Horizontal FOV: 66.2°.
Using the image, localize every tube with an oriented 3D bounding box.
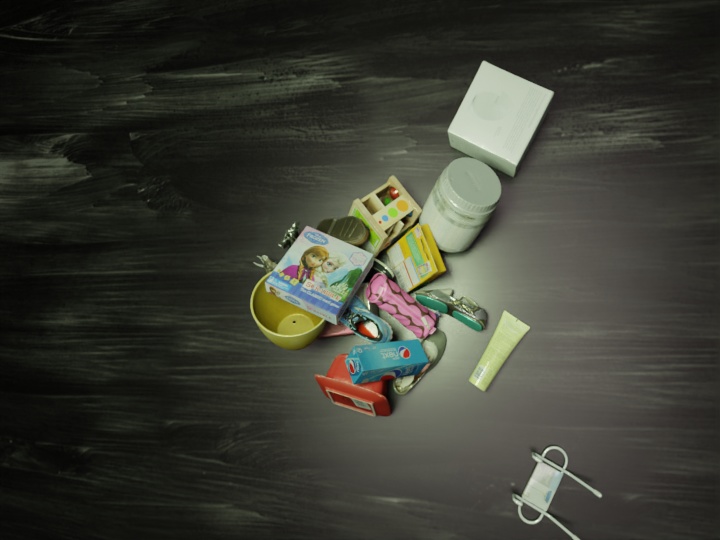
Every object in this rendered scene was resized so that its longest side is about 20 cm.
[{"bbox_3d":[0.349,0.210,1.405,0.057,0.052,0.203,31,89,-27],"label":"tube"}]

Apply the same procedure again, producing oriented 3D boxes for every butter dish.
[{"bbox_3d":[-0.001,0.274,1.430,0.194,0.202,0.151,14,64,14],"label":"butter dish"}]

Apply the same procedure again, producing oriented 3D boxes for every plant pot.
[{"bbox_3d":[-0.165,0.114,1.358,0.193,0.144,0.204,1,51,-1],"label":"plant pot"}]

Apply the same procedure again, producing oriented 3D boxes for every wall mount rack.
[{"bbox_3d":[0.467,0.540,1.327,0.170,0.074,0.205,26,92,14],"label":"wall mount rack"}]

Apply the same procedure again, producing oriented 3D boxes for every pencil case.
[{"bbox_3d":[0.106,0.092,1.404,0.198,0.094,0.092,34,100,-20],"label":"pencil case"}]

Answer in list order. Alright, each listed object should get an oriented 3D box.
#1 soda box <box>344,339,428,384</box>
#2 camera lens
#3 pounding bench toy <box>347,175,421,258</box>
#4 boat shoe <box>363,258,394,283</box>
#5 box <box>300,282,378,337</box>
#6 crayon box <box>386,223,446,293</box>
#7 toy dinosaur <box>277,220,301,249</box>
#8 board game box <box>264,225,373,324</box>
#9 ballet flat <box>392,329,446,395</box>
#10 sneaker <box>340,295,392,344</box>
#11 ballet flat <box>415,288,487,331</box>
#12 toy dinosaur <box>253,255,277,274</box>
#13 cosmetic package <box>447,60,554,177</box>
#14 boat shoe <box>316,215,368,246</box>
[{"bbox_3d":[0.065,0.220,1.341,0.065,0.195,0.069,-58,45,42],"label":"soda box"},{"bbox_3d":[0.243,-0.156,1.370,0.155,0.202,0.164,7,57,-12],"label":"camera lens"},{"bbox_3d":[0.056,-0.127,1.474,0.154,0.201,0.125,-35,78,-24],"label":"pounding bench toy"},{"bbox_3d":[-0.001,-0.002,1.465,0.196,0.075,0.067,25,64,32],"label":"boat shoe"},{"bbox_3d":[-0.055,0.110,1.478,0.194,0.109,0.132,-8,82,13],"label":"box"},{"bbox_3d":[0.145,-0.030,1.403,0.050,0.200,0.129,-16,78,-25],"label":"crayon box"},{"bbox_3d":[-0.154,-0.053,1.508,0.137,0.199,0.102,49,140,6],"label":"toy dinosaur"},{"bbox_3d":[-0.095,0.005,1.327,0.195,0.042,0.202,22,55,15],"label":"board game box"},{"bbox_3d":[0.156,0.243,1.436,0.067,0.064,0.202,39,94,9],"label":"ballet flat"},{"bbox_3d":[-0.009,0.113,1.363,0.197,0.090,0.080,31,93,16],"label":"sneaker"},{"bbox_3d":[0.240,0.088,1.438,0.196,0.072,0.074,26,91,14],"label":"ballet flat"},{"bbox_3d":[-0.223,0.050,1.554,0.100,0.076,0.207,-9,93,30],"label":"toy dinosaur"},{"bbox_3d":[0.358,-0.385,1.418,0.197,0.123,0.203,29,92,16],"label":"cosmetic package"},{"bbox_3d":[-0.035,-0.094,1.429,0.198,0.068,0.073,17,71,53],"label":"boat shoe"}]
